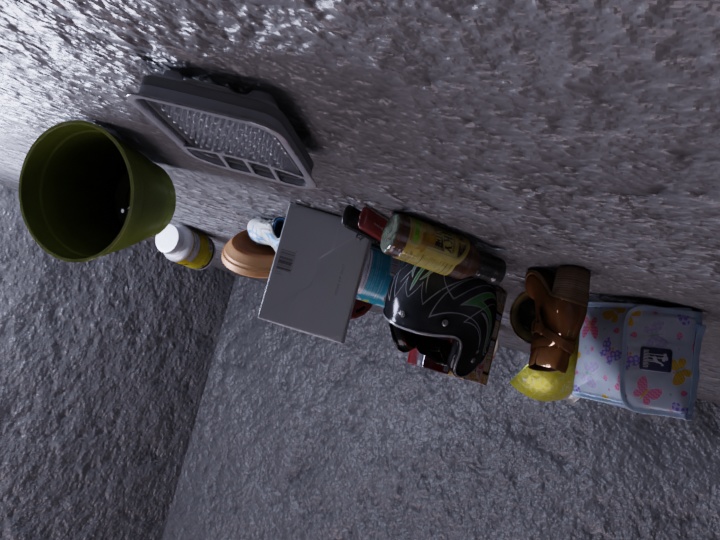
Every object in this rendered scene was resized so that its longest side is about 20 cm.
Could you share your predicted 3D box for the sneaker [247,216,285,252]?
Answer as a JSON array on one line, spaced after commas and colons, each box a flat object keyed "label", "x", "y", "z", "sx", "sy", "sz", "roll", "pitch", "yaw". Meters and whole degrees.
[{"label": "sneaker", "x": -0.173, "y": -0.081, "z": 1.323, "sx": 0.070, "sy": 0.075, "sz": 0.198, "roll": -14, "pitch": -155, "yaw": -31}]

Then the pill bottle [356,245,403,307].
[{"label": "pill bottle", "x": 0.000, "y": 0.000, "z": 1.294, "sx": 0.195, "sy": 0.114, "sz": 0.111, "roll": 18, "pitch": 173, "yaw": -15}]

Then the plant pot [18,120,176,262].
[{"label": "plant pot", "x": -0.397, "y": -0.120, "z": 1.040, "sx": 0.194, "sy": 0.207, "sz": 0.193, "roll": 14, "pitch": -174, "yaw": 12}]

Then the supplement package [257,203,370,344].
[{"label": "supplement package", "x": -0.076, "y": 0.009, "z": 1.146, "sx": 0.151, "sy": 0.206, "sz": 0.111, "roll": 15, "pitch": 173, "yaw": 4}]

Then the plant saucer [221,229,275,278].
[{"label": "plant saucer", "x": -0.197, "y": -0.045, "z": 1.378, "sx": 0.193, "sy": 0.039, "sz": 0.202, "roll": 3, "pitch": -154, "yaw": -1}]

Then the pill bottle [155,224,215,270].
[{"label": "pill bottle", "x": -0.543, "y": -0.076, "z": 2.012, "sx": 0.109, "sy": 0.116, "sz": 0.200, "roll": 13, "pitch": 173, "yaw": 21}]

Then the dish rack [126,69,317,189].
[{"label": "dish rack", "x": -0.133, "y": -0.148, "z": 0.686, "sx": 0.167, "sy": 0.045, "sz": 0.200, "roll": 16, "pitch": 174, "yaw": 10}]

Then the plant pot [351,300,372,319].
[{"label": "plant pot", "x": -0.072, "y": 0.036, "z": 1.498, "sx": 0.197, "sy": 0.207, "sz": 0.193, "roll": 20, "pitch": 164, "yaw": -34}]

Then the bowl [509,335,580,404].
[{"label": "bowl", "x": 0.387, "y": 0.183, "z": 1.220, "sx": 0.108, "sy": 0.200, "sz": 0.200, "roll": 47, "pitch": -177, "yaw": 17}]

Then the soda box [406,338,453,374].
[{"label": "soda box", "x": 0.152, "y": 0.090, "z": 1.256, "sx": 0.062, "sy": 0.206, "sz": 0.070, "roll": 17, "pitch": 174, "yaw": -22}]

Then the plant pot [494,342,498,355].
[{"label": "plant pot", "x": 0.378, "y": 0.254, "z": 2.195, "sx": 0.194, "sy": 0.206, "sz": 0.178, "roll": 16, "pitch": 164, "yaw": -1}]

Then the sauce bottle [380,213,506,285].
[{"label": "sauce bottle", "x": 0.127, "y": -0.026, "z": 0.968, "sx": 0.195, "sy": 0.067, "sz": 0.064, "roll": 17, "pitch": 173, "yaw": -20}]

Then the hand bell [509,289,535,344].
[{"label": "hand bell", "x": 0.340, "y": 0.077, "z": 1.313, "sx": 0.101, "sy": 0.107, "sz": 0.200, "roll": 15, "pitch": -174, "yaw": 4}]

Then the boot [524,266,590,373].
[{"label": "boot", "x": 0.292, "y": 0.081, "z": 1.027, "sx": 0.071, "sy": 0.160, "sz": 0.200, "roll": 15, "pitch": 174, "yaw": 0}]

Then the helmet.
[{"label": "helmet", "x": 0.133, "y": 0.059, "z": 1.076, "sx": 0.196, "sy": 0.201, "sz": 0.194, "roll": 11, "pitch": 136, "yaw": 35}]

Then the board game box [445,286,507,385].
[{"label": "board game box", "x": 0.243, "y": 0.127, "z": 1.341, "sx": 0.045, "sy": 0.206, "sz": 0.151, "roll": 11, "pitch": 172, "yaw": 30}]

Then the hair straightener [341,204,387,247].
[{"label": "hair straightener", "x": 0.031, "y": -0.063, "z": 1.054, "sx": 0.075, "sy": 0.042, "sz": 0.198, "roll": 11, "pitch": 176, "yaw": 38}]

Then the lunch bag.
[{"label": "lunch bag", "x": 0.457, "y": 0.142, "z": 1.066, "sx": 0.124, "sy": 0.176, "sz": 0.198, "roll": 10, "pitch": 177, "yaw": -30}]
